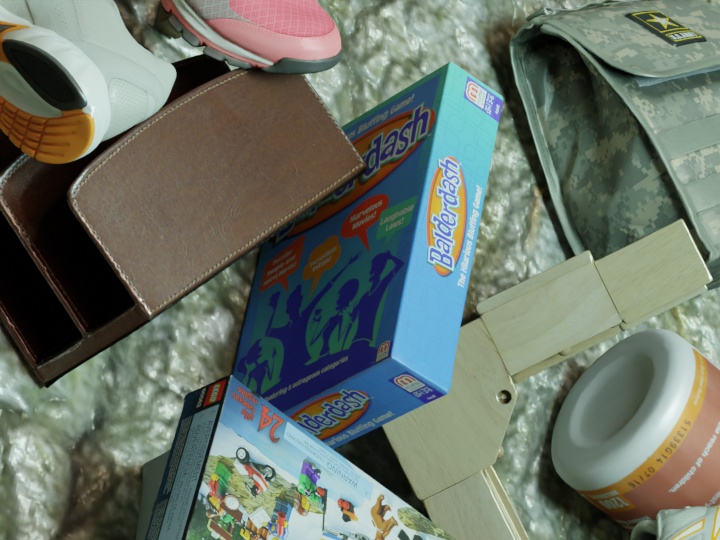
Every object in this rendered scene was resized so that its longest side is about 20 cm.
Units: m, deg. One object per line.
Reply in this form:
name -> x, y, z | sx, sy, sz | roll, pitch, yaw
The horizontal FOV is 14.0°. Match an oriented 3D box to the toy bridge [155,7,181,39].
toy bridge -> -0.165, -0.212, 1.655 | 0.200, 0.027, 0.067 | 35, 47, -26

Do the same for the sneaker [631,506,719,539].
sneaker -> 0.208, 0.153, 1.670 | 0.200, 0.092, 0.076 | -28, 128, -44

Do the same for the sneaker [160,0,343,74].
sneaker -> -0.081, -0.186, 1.592 | 0.200, 0.087, 0.074 | 44, 37, 17

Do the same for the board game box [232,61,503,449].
board game box -> 0.000, 0.000, 1.613 | 0.045, 0.152, 0.200 | 33, 50, -27

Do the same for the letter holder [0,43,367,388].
letter holder -> -0.118, -0.055, 1.569 | 0.200, 0.101, 0.142 | -36, 94, -47

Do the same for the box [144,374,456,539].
box -> -0.022, 0.163, 1.494 | 0.200, 0.038, 0.137 | 38, 47, -29

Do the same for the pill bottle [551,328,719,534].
pill bottle -> 0.220, 0.133, 1.781 | 0.200, 0.112, 0.112 | 38, 48, -23

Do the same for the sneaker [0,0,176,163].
sneaker -> -0.180, -0.132, 1.534 | 0.200, 0.076, 0.092 | 45, 39, 22

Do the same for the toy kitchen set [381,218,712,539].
toy kitchen set -> 0.127, 0.090, 1.691 | 0.181, 0.200, 0.163 | 64, 2, 2

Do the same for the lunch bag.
lunch bag -> 0.197, -0.089, 1.873 | 0.164, 0.118, 0.200 | -14, 74, -46

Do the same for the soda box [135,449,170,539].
soda box -> -0.077, 0.186, 1.507 | 0.063, 0.068, 0.200 | 25, 55, -32
